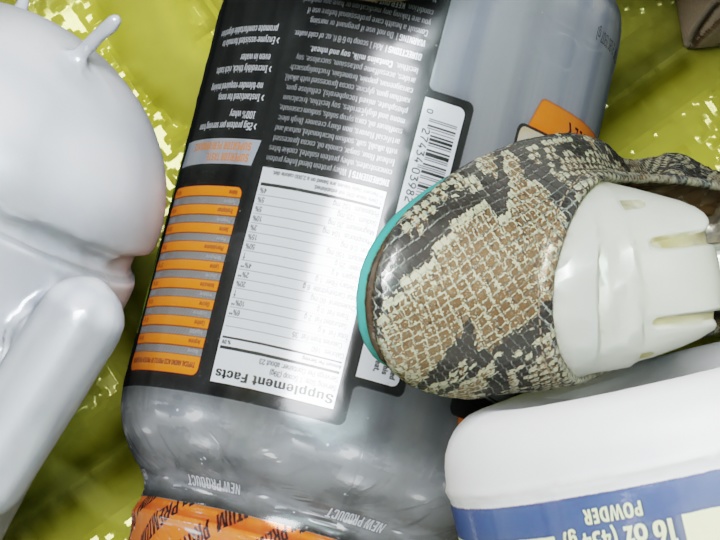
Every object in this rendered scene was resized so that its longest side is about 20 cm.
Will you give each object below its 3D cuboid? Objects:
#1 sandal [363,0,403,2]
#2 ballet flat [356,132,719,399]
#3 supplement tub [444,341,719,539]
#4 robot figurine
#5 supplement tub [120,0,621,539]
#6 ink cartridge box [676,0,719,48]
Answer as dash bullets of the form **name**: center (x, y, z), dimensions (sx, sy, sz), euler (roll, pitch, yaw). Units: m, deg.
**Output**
- **sandal**: center (-0.045, -0.147, 0.708), dimensions (0.082, 0.055, 0.200), euler (-38, 64, -26)
- **ballet flat**: center (0.077, -0.003, 0.687), dimensions (0.075, 0.200, 0.068), euler (8, 98, 29)
- **supplement tub**: center (0.111, 0.121, 0.665), dimensions (0.144, 0.145, 0.202), euler (-13, 89, -5)
- **robot figurine**: center (-0.130, 0.005, 0.739), dimensions (0.169, 0.113, 0.201), euler (35, 99, 43)
- **supplement tub**: center (0.000, 0.000, 0.755), dimensions (0.122, 0.123, 0.202), euler (15, 82, -2)
- **ink cartridge box**: center (0.171, -0.184, 0.814), dimensions (0.163, 0.075, 0.202), euler (-8, 84, -3)
